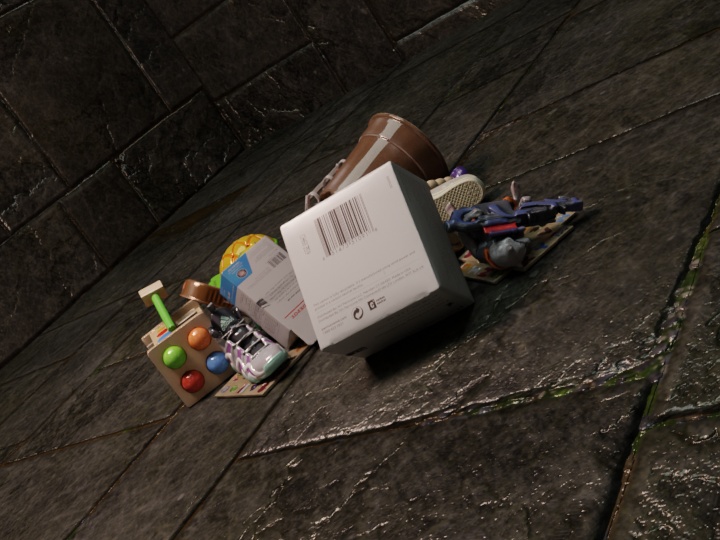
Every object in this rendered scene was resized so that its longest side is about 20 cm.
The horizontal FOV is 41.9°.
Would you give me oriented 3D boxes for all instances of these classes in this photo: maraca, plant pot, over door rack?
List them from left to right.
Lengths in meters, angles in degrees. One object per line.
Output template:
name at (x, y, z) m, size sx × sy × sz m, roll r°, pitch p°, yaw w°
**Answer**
maraca at (-0.265, -0.007, 2.090) m, size 0.199 × 0.107 × 0.137 m, roll -36°, pitch 17°, yaw -3°
over door rack at (-0.074, -0.124, 2.034) m, size 0.148 × 0.066 × 0.201 m, roll -50°, pitch -13°, yaw -42°
plant pot at (0.036, -0.162, 1.813) m, size 0.199 × 0.200 × 0.200 m, roll -49°, pitch 21°, yaw -20°

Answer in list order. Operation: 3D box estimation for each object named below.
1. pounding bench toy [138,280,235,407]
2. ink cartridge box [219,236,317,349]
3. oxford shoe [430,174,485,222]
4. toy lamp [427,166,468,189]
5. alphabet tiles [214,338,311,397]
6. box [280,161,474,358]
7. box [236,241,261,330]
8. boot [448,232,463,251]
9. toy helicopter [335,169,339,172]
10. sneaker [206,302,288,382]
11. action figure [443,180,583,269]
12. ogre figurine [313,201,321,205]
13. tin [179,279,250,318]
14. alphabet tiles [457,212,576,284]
pounding bench toy at (-0.326, 0.119, 1.697) m, size 0.124 × 0.201 × 0.156 m, roll -37°, pitch 16°, yaw -9°
ink cartridge box at (-0.128, 0.049, 1.598) m, size 0.116 × 0.200 × 0.068 m, roll -43°, pitch -17°, yaw -32°
oxford shoe at (0.132, -0.114, 1.674) m, size 0.199 × 0.076 × 0.058 m, roll -25°, pitch 16°, yaw 19°
toy lamp at (0.102, -0.148, 1.719) m, size 0.198 × 0.059 × 0.058 m, roll -11°, pitch 8°, yaw -21°
alphabet tiles at (-0.143, 0.147, 1.605) m, size 0.200 × 0.008 × 0.167 m, roll -45°, pitch 19°, yaw -32°
box at (0.022, -0.009, 1.319) m, size 0.198 × 0.201 × 0.130 m, roll -29°, pitch -21°, yaw 22°
box at (-0.204, 0.024, 1.870) m, size 0.048 × 0.118 × 0.200 m, roll -29°, pitch 17°, yaw 14°
boot at (0.069, -0.002, 1.494) m, size 0.199 × 0.074 × 0.155 m, roll -13°, pitch -35°, yaw -51°
toy helicopter at (-0.011, -0.152, 1.990) m, size 0.078 × 0.134 × 0.200 m, roll 4°, pitch 12°, yaw 17°
sneaker at (-0.205, 0.109, 1.566) m, size 0.078 × 0.140 × 0.200 m, roll -42°, pitch 17°, yaw -23°
action figure at (0.218, -0.061, 1.361) m, size 0.198 × 0.105 × 0.194 m, roll -6°, pitch 27°, yaw 3°
ogre figurine at (-0.061, -0.035, 1.719) m, size 0.119 × 0.098 × 0.201 m, roll -2°, pitch 44°, yaw 38°
tin at (-0.223, 0.058, 1.682) m, size 0.112 × 0.198 × 0.042 m, roll 147°, pitch 140°, yaw -80°
alphabet tiles at (0.226, -0.039, 1.394) m, size 0.166 × 0.006 × 0.200 m, roll -40°, pitch 17°, yaw -14°
